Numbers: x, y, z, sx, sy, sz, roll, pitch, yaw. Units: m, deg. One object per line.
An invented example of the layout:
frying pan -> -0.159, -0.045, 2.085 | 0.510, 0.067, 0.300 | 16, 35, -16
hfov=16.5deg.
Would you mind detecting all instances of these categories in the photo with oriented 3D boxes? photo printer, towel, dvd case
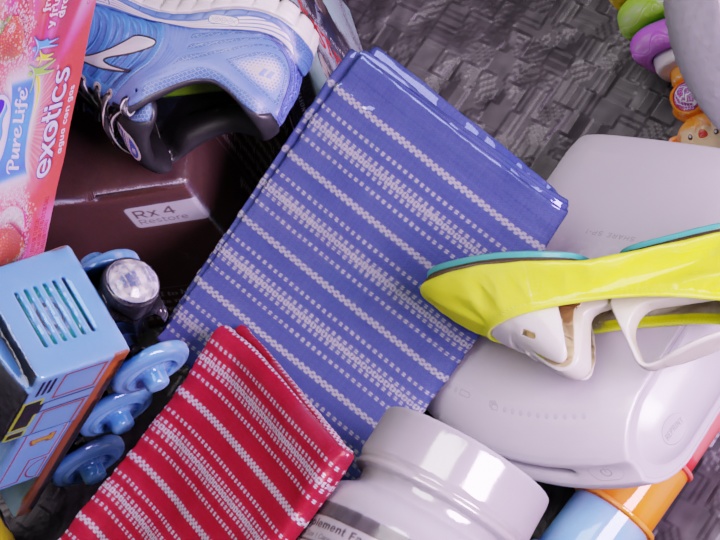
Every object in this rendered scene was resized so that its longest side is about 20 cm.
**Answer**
photo printer -> 0.133, 0.024, 1.310 | 0.166, 0.069, 0.200 | 12, 60, 48
towel -> 0.000, 0.000, 1.308 | 0.145, 0.024, 0.200 | 38, 105, 9
towel -> -0.097, 0.135, 1.268 | 0.200, 0.022, 0.145 | -51, 39, 6
dvd case -> -0.020, -0.114, 1.431 | 0.022, 0.146, 0.200 | -25, 58, 12

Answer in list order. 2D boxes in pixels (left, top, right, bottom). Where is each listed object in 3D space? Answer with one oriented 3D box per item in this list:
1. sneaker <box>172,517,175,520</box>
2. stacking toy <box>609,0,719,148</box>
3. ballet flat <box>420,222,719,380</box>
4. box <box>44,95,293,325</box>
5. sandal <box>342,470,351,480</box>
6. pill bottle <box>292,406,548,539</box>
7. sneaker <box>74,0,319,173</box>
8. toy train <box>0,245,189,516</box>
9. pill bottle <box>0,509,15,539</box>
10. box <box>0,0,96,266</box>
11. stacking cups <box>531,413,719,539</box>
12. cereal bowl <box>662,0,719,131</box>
sneaker -> -0.070, 0.213, 1.303 | 0.077, 0.084, 0.200 | -16, 81, 27
stacking toy -> 0.183, -0.148, 1.407 | 0.116, 0.110, 0.200 | -10, 73, 14
ballet flat -> 0.123, 0.019, 1.220 | 0.200, 0.067, 0.067 | -8, 71, 21
box -> -0.142, -0.089, 1.453 | 0.166, 0.164, 0.200 | -7, 63, 17
sandal -> -0.024, 0.108, 1.366 | 0.080, 0.057, 0.201 | 11, 86, 26
pill bottle -> 0.005, 0.176, 1.230 | 0.114, 0.114, 0.200 | 24, 75, 29
sneaker -> -0.126, -0.103, 1.312 | 0.200, 0.079, 0.089 | 3, 63, 20
toy train -> -0.172, 0.061, 1.327 | 0.114, 0.200, 0.087 | -17, 67, -35
pill bottle -> -0.215, 0.220, 1.356 | 0.114, 0.114, 0.200 | -34, 58, 2
box -> -0.214, -0.089, 1.276 | 0.103, 0.095, 0.200 | 26, 116, 22
stacking cups -> 0.119, 0.143, 1.305 | 0.060, 0.061, 0.200 | 29, 73, 30
cereal bowl -> 0.234, -0.145, 1.336 | 0.083, 0.200, 0.200 | -7, 58, 52
